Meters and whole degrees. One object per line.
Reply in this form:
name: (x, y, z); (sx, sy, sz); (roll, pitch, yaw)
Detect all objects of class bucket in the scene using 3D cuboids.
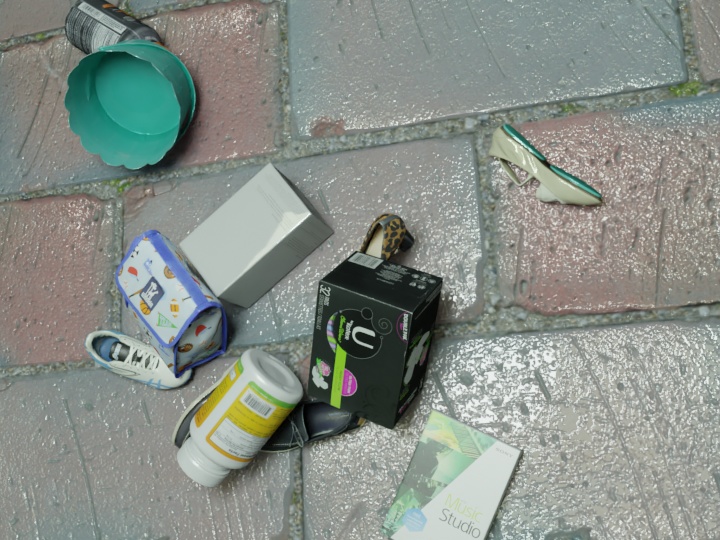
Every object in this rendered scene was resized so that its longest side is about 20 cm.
bucket: (-0.389, -0.293, 1.333); (0.206, 0.135, 0.208); (1, 120, 1)

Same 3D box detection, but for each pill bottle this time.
pill bottle: (-0.187, 0.227, 1.179); (0.111, 0.111, 0.200); (43, 101, 20)
pill bottle: (-0.440, -0.419, 1.434); (0.200, 0.106, 0.106); (33, 89, 19)

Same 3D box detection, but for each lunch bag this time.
lunch bag: (-0.297, 0.050, 1.230); (0.124, 0.200, 0.170); (-31, 70, -29)

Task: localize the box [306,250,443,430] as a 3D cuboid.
box: (0.019, 0.099, 1.133); (0.148, 0.124, 0.201); (18, 119, 20)

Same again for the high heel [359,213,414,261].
high heel: (0.000, 0.000, 1.195); (0.071, 0.143, 0.200); (39, 91, 20)

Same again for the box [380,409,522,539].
box: (0.134, 0.325, 1.144); (0.144, 0.036, 0.200); (22, 84, 19)

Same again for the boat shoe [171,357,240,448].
boat shoe: (-0.221, 0.221, 1.251); (0.200, 0.073, 0.063); (-47, 67, -2)

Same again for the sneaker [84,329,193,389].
sneaker: (-0.377, 0.151, 1.311); (0.199, 0.072, 0.072); (14, 81, 17)

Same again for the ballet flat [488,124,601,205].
ballet flat: (0.277, -0.146, 1.196); (0.200, 0.069, 0.069); (43, 92, 22)

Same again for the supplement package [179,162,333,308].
supplement package: (-0.168, -0.053, 1.267); (0.200, 0.121, 0.120); (-41, 71, 4)

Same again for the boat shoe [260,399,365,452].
boat shoe: (-0.089, 0.237, 1.214); (0.199, 0.062, 0.075); (-15, 76, 14)
